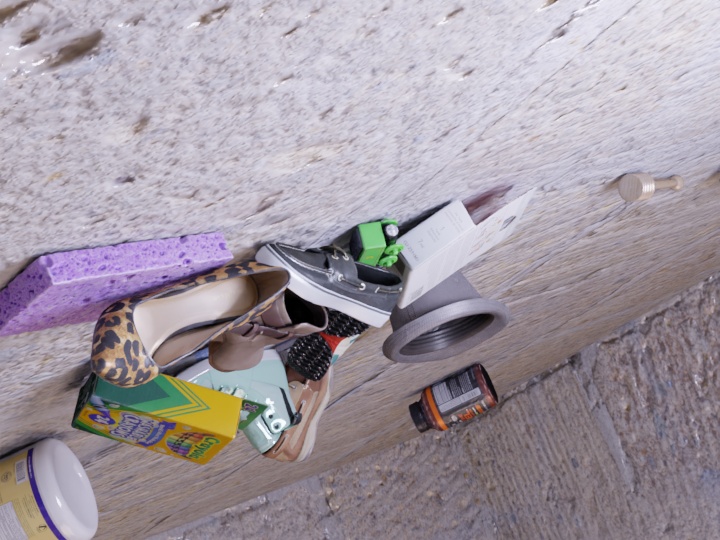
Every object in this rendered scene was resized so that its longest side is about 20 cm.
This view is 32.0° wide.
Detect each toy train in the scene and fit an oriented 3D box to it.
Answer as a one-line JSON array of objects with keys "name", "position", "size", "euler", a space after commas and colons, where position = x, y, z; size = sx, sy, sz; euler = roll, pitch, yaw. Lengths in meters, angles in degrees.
[{"name": "toy train", "position": [0.000, 0.000, 1.391], "size": [0.055, 0.042, 0.200], "euler": [-9, 158, -18]}]

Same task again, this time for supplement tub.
[{"name": "supplement tub", "position": [0.212, 0.303, 2.900], "size": [0.198, 0.108, 0.107], "euler": [-27, 167, 11]}, {"name": "supplement tub", "position": [-0.458, 0.321, 1.630], "size": [0.197, 0.147, 0.145], "euler": [-25, 168, 4]}]

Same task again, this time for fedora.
[{"name": "fedora", "position": [0.105, 0.054, 1.714], "size": [0.176, 0.091, 0.198], "euler": [-34, 158, 32]}]

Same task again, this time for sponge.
[{"name": "sponge", "position": [-0.215, 0.012, 1.084], "size": [0.198, 0.030, 0.111], "euler": [-10, 161, -49]}]

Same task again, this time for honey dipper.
[{"name": "honey dipper", "position": [0.403, -0.118, 1.712], "size": [0.038, 0.038, 0.199], "euler": [-31, 170, 31]}]

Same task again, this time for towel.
[{"name": "towel", "position": [-0.164, 0.104, 1.579], "size": [0.197, 0.024, 0.147], "euler": [-25, 165, -7]}]

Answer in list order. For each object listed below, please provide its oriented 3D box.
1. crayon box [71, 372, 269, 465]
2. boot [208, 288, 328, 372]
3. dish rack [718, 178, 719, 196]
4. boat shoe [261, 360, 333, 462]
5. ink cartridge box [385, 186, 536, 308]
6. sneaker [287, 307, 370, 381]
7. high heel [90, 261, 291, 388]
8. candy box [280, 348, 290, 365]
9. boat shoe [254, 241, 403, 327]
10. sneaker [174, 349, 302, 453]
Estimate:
[{"name": "crayon box", "position": [-0.218, 0.166, 1.426], "size": [0.197, 0.052, 0.126], "euler": [18, 151, -17]}, {"name": "boot", "position": [-0.102, 0.059, 1.333], "size": [0.144, 0.072, 0.200], "euler": [-10, 163, 22]}, {"name": "dish rack", "position": [0.640, -0.172, 1.904], "size": [0.171, 0.044, 0.198], "euler": [-34, 165, 39]}, {"name": "boat shoe", "position": [-0.089, 0.170, 1.685], "size": [0.071, 0.203, 0.076], "euler": [1, -160, -34]}, {"name": "ink cartridge box", "position": [0.111, -0.038, 1.465], "size": [0.172, 0.044, 0.200], "euler": [-35, 170, -10]}, {"name": "sneaker", "position": [-0.020, 0.051, 1.566], "size": [0.200, 0.070, 0.094], "euler": [-52, -177, 40]}, {"name": "high heel", "position": [-0.143, 0.037, 1.070], "size": [0.141, 0.072, 0.200], "euler": [-22, -175, 17]}, {"name": "candy box", "position": [-0.178, 0.177, 1.758], "size": [0.197, 0.062, 0.136], "euler": [-17, 165, -28]}, {"name": "boat shoe", "position": [-0.029, 0.003, 1.278], "size": [0.199, 0.069, 0.057], "euler": [25, 103, -49]}, {"name": "sneaker", "position": [-0.153, 0.167, 1.533], "size": [0.199, 0.120, 0.074], "euler": [-8, 158, -47]}]
